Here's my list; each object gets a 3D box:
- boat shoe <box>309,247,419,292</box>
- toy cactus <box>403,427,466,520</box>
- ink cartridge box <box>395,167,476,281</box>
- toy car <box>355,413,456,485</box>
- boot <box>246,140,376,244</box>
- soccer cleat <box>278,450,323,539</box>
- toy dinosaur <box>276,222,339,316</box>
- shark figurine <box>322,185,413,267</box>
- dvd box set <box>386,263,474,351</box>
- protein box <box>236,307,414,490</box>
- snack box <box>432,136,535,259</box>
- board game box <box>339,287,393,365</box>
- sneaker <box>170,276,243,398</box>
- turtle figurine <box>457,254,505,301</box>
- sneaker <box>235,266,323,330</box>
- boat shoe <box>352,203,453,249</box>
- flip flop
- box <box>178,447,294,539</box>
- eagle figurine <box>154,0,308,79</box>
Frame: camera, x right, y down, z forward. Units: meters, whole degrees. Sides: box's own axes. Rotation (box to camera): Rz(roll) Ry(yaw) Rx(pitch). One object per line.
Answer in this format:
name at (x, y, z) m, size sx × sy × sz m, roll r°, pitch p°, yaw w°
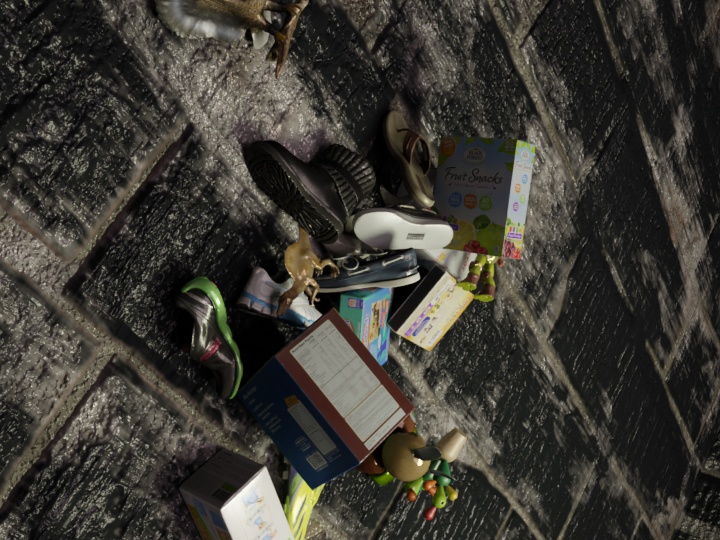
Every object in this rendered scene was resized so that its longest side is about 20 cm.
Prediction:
boat shoe at (0.000, 0.000, 1.426) m, size 0.075 × 0.197 × 0.063 m, roll -34°, pitch 116°, yaw -68°
toy cactus at (0.152, 0.385, 1.656) m, size 0.102 × 0.200 × 0.166 m, roll 36°, pitch 98°, yaw -8°
ink cartridge box at (0.147, -0.086, 1.628) m, size 0.200 × 0.082 × 0.147 m, roll 36°, pitch 72°, yaw -45°
toy car at (0.088, 0.324, 1.574) m, size 0.158 × 0.198 × 0.165 m, roll -53°, pitch 132°, yaw -24°
boot at (-0.077, -0.162, 1.368) m, size 0.211 × 0.079 × 0.159 m, roll 48°, pitch 52°, yaw -24°
soccer cleat at (-0.100, 0.395, 1.475) m, size 0.083 × 0.065 × 0.203 m, roll 0°, pitch 99°, yaw -17°
toy dinosaur at (-0.086, -0.016, 1.357) m, size 0.101 × 0.058 × 0.202 m, roll 31°, pitch 54°, yaw -42°
shark figurine at (0.025, -0.057, 1.504) m, size 0.214 × 0.089 × 0.130 m, roll -32°, pitch 122°, yaw -36°
dvd box set at (0.138, 0.074, 1.620) m, size 0.147 × 0.029 × 0.200 m, roll -51°, pitch 153°, yaw 4°
protein box at (-0.060, 0.204, 1.331) m, size 0.135 × 0.199 × 0.201 m, roll -37°, pitch 86°, yaw -35°
snack box at (0.211, -0.131, 1.502) m, size 0.067 × 0.167 × 0.203 m, roll 5°, pitch 94°, yaw -48°
board game box at (0.009, 0.105, 1.493) m, size 0.200 × 0.044 × 0.154 m, roll -21°, pitch 117°, yaw -72°
sneaker at (-0.235, 0.107, 1.282) m, size 0.083 × 0.077 × 0.202 m, roll -24°, pitch 114°, yaw -22°
turtle figurine at (0.245, -0.027, 1.621) m, size 0.200 × 0.064 × 0.163 m, roll 39°, pitch 59°, yaw -47°
sneaker at (-0.111, 0.047, 1.393) m, size 0.199 × 0.074 × 0.088 m, roll 27°, pitch 74°, yaw -47°
boat shoe at (0.065, -0.078, 1.455) m, size 0.198 × 0.064 × 0.071 m, roll 8°, pitch 123°, yaw -33°
flip flop at (0.095, -0.202, 1.502) m, size 0.081 × 0.057 × 0.202 m, roll 18°, pitch 45°, yaw -45°
box at (-0.189, 0.404, 1.358) m, size 0.101 × 0.112 × 0.202 m, roll -38°, pitch 124°, yaw -36°
eagle figurine at (-0.177, -0.389, 1.200) m, size 0.198 × 0.151 × 0.153 m, roll 23°, pitch 37°, yaw -18°
